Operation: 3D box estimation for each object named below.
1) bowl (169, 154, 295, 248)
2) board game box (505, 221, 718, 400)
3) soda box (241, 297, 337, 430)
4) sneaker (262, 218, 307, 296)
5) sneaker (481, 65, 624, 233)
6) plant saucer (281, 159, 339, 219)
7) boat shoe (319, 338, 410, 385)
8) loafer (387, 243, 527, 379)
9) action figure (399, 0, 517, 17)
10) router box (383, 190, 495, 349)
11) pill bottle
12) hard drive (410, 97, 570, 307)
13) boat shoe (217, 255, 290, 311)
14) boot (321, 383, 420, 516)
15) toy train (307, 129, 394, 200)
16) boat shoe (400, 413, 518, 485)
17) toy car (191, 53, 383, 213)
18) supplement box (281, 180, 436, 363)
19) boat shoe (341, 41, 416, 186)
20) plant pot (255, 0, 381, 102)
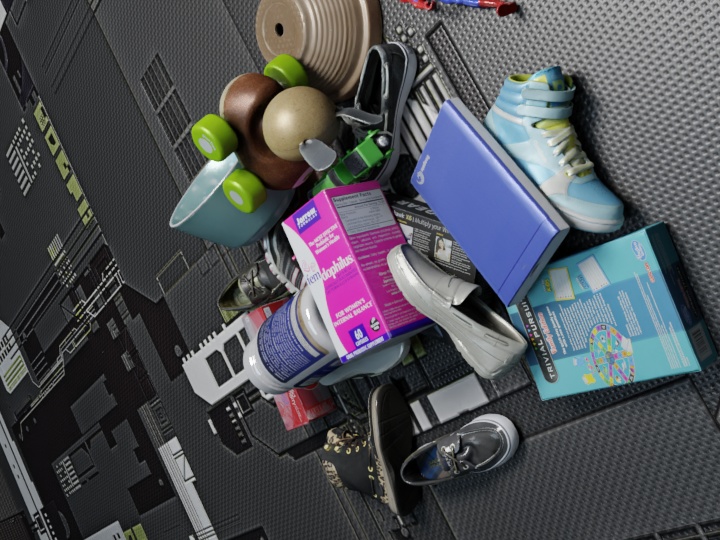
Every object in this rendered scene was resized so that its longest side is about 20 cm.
[{"bbox_3d":[-0.167,-0.111,1.136,0.105,0.201,0.201,38,142,-21],"label":"bowl"},{"bbox_3d":[0.262,0.050,0.876,0.200,0.047,0.151,-23,87,48],"label":"board game box"},{"bbox_3d":[-0.116,0.150,1.290,0.070,0.063,0.200,-30,82,47],"label":"soda box"},{"bbox_3d":[-0.065,0.005,1.168,0.087,0.074,0.200,-18,107,36],"label":"sneaker"},{"bbox_3d":[0.210,-0.136,0.842,0.200,0.079,0.131,41,131,28],"label":"sneaker"},{"bbox_3d":[-0.101,-0.121,1.203,0.200,0.032,0.201,18,117,40],"label":"plant saucer"},{"bbox_3d":[0.012,0.116,1.145,0.200,0.064,0.071,-25,74,49],"label":"boat shoe"},{"bbox_3d":[0.113,0.036,0.937,0.200,0.070,0.070,45,125,13],"label":"loafer"},{"bbox_3d":[0.088,-0.334,0.923,0.200,0.052,0.066,25,124,41],"label":"action figure"},{"bbox_3d":[0.082,-0.003,1.039,0.200,0.052,0.157,23,119,39],"label":"router box"},{"bbox_3d":[-0.077,0.096,1.111,0.200,0.116,0.116,-38,76,44],"label":"pill bottle"},{"bbox_3d":[0.135,-0.075,0.887,0.200,0.025,0.132,56,147,26],"label":"hard drive"},{"bbox_3d":[-0.167,0.025,1.295,0.201,0.066,0.072,-32,82,48],"label":"boat shoe"},{"bbox_3d":[0.008,0.259,1.197,0.150,0.073,0.200,2,111,46],"label":"boot"},{"bbox_3d":[-0.019,-0.126,1.026,0.042,0.056,0.200,51,155,-6],"label":"toy train"},{"bbox_3d":[0.124,0.248,1.072,0.200,0.066,0.070,-30,82,47],"label":"boat shoe"},{"bbox_3d":[-0.069,-0.160,0.964,0.200,0.164,0.158,15,143,43],"label":"toy car"},{"bbox_3d":[0.000,0.000,1.010,0.101,0.103,0.200,-34,76,45],"label":"supplement box"},{"bbox_3d":[0.016,-0.193,1.028,0.074,0.068,0.200,41,130,29],"label":"boat shoe"},{"bbox_3d":[-0.074,-0.321,1.060,0.201,0.093,0.201,18,116,42],"label":"plant pot"}]
